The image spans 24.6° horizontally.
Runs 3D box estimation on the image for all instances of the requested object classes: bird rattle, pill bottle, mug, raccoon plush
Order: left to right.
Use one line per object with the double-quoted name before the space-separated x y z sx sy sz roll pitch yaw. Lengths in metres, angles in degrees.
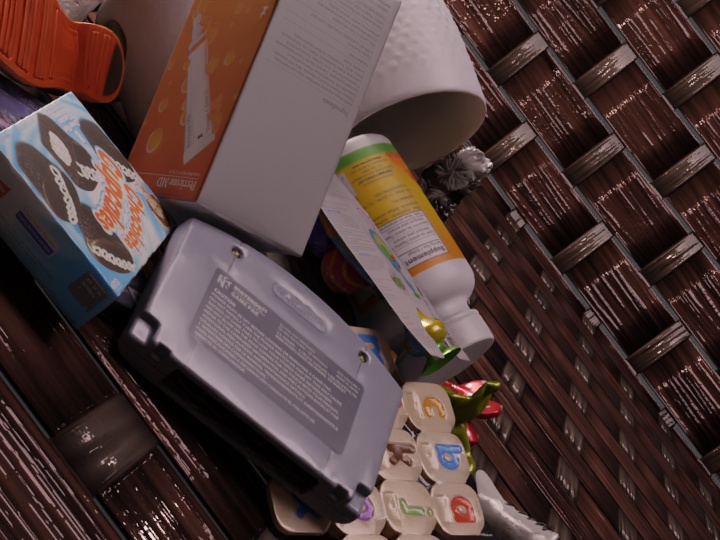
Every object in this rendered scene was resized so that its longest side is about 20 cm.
"mug" 0.013 -0.184 1.489 0.200 0.146 0.177 109 -35 -64
"pill bottle" 0.026 -0.004 1.383 0.201 0.111 0.111 58 13 15
"raccoon plush" 0.052 -0.010 1.529 0.097 0.199 0.134 55 -8 18
"bird rattle" 0.057 0.103 1.486 0.162 0.113 0.200 36 10 -2

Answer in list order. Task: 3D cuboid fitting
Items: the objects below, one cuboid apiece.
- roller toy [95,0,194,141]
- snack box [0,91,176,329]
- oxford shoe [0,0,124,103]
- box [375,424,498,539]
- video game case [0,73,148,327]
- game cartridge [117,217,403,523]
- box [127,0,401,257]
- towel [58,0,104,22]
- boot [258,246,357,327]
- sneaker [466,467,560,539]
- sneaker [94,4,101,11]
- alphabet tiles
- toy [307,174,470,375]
"roller toy" -0.115 -0.178 1.361 0.182 0.199 0.141 -12 81 -61
"snack box" -0.179 -0.044 1.030 0.116 0.037 0.200 52 11 -9
"oxford shoe" -0.242 -0.160 1.156 0.200 0.072 0.072 32 65 -68
"box" 0.021 0.157 1.283 0.158 0.050 0.200 59 14 22
"video game case" -0.205 -0.053 1.093 0.143 0.019 0.201 37 19 -55
"game cartridge" -0.061 0.062 1.100 0.200 0.041 0.134 41 36 -17
"box" -0.074 -0.123 1.176 0.097 0.202 0.124 27 -11 -35
"towel" -0.236 -0.292 1.344 0.133 0.034 0.201 61 40 -37
"boot" -0.051 0.026 1.249 0.130 0.068 0.201 35 27 -26
"sneaker" 0.141 0.243 1.441 0.074 0.080 0.201 40 16 -41
"sneaker" -0.254 -0.269 1.399 0.141 0.077 0.200 62 23 -4
"alphabet tiles" 0.002 0.130 1.154 0.194 0.015 0.202 8 57 -41
"toy" 0.000 0.000 1.273 0.200 0.047 0.115 50 11 16
